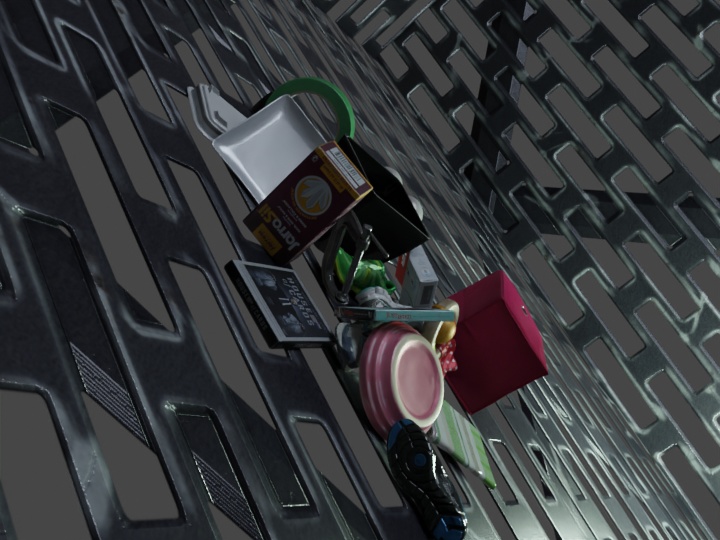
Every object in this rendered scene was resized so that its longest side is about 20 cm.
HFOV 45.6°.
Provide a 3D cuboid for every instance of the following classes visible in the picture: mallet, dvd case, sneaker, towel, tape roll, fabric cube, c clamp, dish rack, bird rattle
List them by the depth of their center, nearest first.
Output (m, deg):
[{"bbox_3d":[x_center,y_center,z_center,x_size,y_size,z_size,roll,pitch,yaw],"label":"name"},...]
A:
[{"bbox_3d":[0.101,0.325,1.317,0.202,0.073,0.082,65,10,18],"label":"sneaker"},{"bbox_3d":[-0.122,0.057,1.352,0.151,0.025,0.200,57,18,17],"label":"dvd case"},{"bbox_3d":[0.016,0.114,1.443,0.200,0.085,0.079,-29,108,-72],"label":"sneaker"},{"bbox_3d":[0.053,0.074,1.469,0.144,0.022,0.200,2,-3,-20],"label":"dvd case"},{"bbox_3d":[-0.024,-0.017,1.510,0.027,0.201,0.172,-2,47,-29],"label":"c clamp"},{"bbox_3d":[0.173,0.311,1.600,0.200,0.031,0.150,44,20,-31],"label":"towel"},{"bbox_3d":[0.151,0.135,1.648,0.112,0.165,0.199,29,14,30],"label":"bird rattle"},{"bbox_3d":[0.000,0.000,1.667,0.200,0.083,0.074,42,9,-45],"label":"sneaker"},{"bbox_3d":[0.061,0.109,1.672,0.199,0.077,0.092,30,42,-43],"label":"sneaker"},{"bbox_3d":[-0.251,-0.282,1.696,0.200,0.043,0.173,38,21,-40],"label":"dish rack"},{"bbox_3d":[-0.113,-0.312,1.844,0.201,0.200,0.048,49,17,-5],"label":"tape roll"},{"bbox_3d":[0.270,0.149,1.845,0.197,0.199,0.200,58,15,-10],"label":"fabric cube"},{"bbox_3d":[-0.177,-0.362,2.015,0.041,0.066,0.199,56,17,24],"label":"mallet"}]

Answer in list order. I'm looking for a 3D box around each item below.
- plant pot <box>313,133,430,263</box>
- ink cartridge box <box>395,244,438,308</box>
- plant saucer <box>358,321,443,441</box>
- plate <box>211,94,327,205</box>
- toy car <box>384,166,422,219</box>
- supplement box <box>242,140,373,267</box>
[{"bbox_3d":[-0.008,-0.118,1.751,0.199,0.177,0.201,35,23,-43],"label":"plant pot"},{"bbox_3d":[0.098,0.018,1.803,0.047,0.161,0.201,-6,42,-17],"label":"ink cartridge box"},{"bbox_3d":[0.076,0.181,1.401,0.200,0.050,0.203,21,63,-48],"label":"plant saucer"},{"bbox_3d":[-0.153,-0.211,1.637,0.200,0.199,0.032,51,-27,1],"label":"plate"},{"bbox_3d":[0.033,-0.124,1.958,0.201,0.174,0.150,55,-17,16],"label":"toy car"},{"bbox_3d":[-0.091,-0.113,1.474,0.111,0.200,0.086,49,22,0],"label":"supplement box"}]
